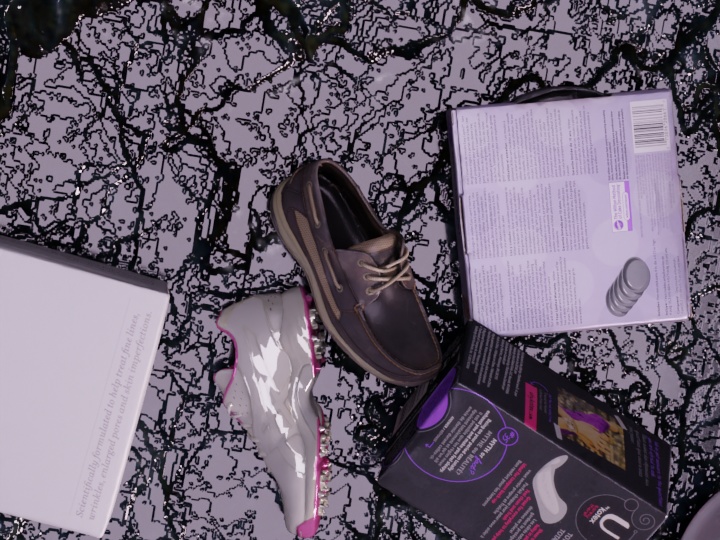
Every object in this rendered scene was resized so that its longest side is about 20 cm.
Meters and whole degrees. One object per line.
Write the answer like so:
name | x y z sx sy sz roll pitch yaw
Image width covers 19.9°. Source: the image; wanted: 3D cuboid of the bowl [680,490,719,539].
bowl | 0.354 0.262 1.642 0.200 0.090 0.202 0 93 -5

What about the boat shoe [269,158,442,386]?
boat shoe | 0.000 0.000 1.608 0.074 0.073 0.200 -29 77 -34

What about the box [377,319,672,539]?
box | 0.132 0.154 1.626 0.200 0.106 0.122 33 118 -7

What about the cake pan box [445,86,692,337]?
cake pan box | 0.167 -0.049 1.666 0.184 0.052 0.201 -7 94 -7

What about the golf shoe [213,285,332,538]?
golf shoe | -0.069 0.115 1.646 0.091 0.075 0.201 -4 86 3

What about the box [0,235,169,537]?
box | -0.267 0.080 1.588 0.199 0.131 0.200 16 92 -6
